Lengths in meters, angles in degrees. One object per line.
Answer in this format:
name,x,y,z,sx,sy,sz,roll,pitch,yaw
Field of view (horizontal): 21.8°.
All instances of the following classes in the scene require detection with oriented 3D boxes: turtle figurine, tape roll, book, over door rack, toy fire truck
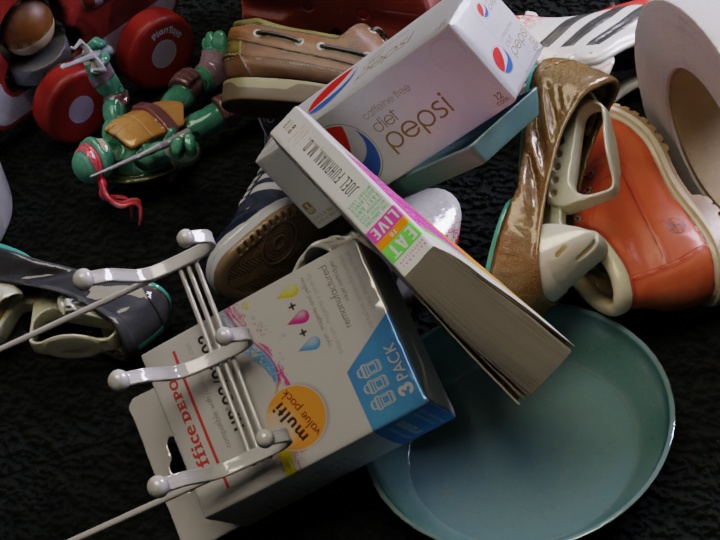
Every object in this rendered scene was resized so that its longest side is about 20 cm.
turtle figurine,-0.158,-0.117,1.421,0.199,0.101,0.150,-31,60,-36
tape roll,0.255,-0.094,1.219,0.070,0.204,0.203,-22,45,-9
book,0.031,-0.017,1.136,0.048,0.133,0.200,-46,37,3
over door rack,-0.155,0.082,1.126,0.199,0.067,0.149,-28,71,16
toy fire truck,-0.234,-0.210,1.479,0.199,0.169,0.112,-36,48,-20

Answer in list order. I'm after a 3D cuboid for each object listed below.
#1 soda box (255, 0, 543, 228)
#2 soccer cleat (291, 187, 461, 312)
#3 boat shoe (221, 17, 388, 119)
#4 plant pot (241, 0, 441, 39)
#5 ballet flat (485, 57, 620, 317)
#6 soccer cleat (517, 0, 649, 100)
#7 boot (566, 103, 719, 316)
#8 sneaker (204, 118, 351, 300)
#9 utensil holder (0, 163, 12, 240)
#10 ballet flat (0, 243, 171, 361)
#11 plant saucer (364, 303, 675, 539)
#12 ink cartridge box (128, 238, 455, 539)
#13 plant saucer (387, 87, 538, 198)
soda box,0.023,-0.108,1.229,0.199,0.068,0.064,-32,19,41
soccer cleat,0.000,0.000,1.275,0.068,0.086,0.200,27,59,34
boat shoe,0.000,-0.144,1.327,0.198,0.072,0.069,5,80,-6
plant pot,0.004,-0.250,1.420,0.199,0.202,0.196,3,43,18
ballet flat,0.130,-0.043,1.205,0.072,0.068,0.202,5,71,29
soccer cleat,0.149,-0.151,1.385,0.198,0.069,0.086,-11,41,-3
boot,0.165,-0.044,1.267,0.106,0.076,0.200,-15,43,-19
sneaker,-0.062,-0.060,1.359,0.108,0.071,0.200,32,54,30
utensil holder,-0.362,-0.100,1.385,0.168,0.201,0.171,-8,45,7
ballet flat,-0.230,0.025,1.326,0.198,0.073,0.073,12,51,22
plant saucer,0.101,0.105,1.184,0.198,0.036,0.201,-8,45,8
ink cartridge box,-0.057,0.081,1.163,0.199,0.068,0.116,-29,71,11
plant saucer,0.050,-0.074,1.253,0.070,0.019,0.200,-42,11,-26
